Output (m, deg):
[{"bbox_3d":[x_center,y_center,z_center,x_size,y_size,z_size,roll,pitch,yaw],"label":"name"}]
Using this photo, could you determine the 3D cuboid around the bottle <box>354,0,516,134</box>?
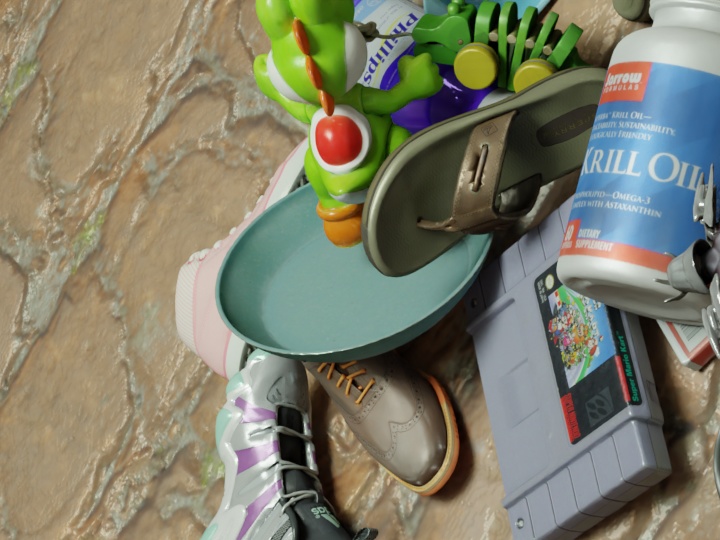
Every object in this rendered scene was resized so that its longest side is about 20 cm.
[{"bbox_3d":[0.047,-0.136,1.515,0.084,0.065,0.200,-55,42,1],"label":"bottle"}]

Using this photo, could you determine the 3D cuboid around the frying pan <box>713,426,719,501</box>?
[{"bbox_3d":[0.272,0.090,1.211,0.190,0.031,0.116,-30,54,38],"label":"frying pan"}]

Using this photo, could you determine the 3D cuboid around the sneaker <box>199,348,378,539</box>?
[{"bbox_3d":[-0.038,0.155,1.478,0.139,0.077,0.202,8,88,46],"label":"sneaker"}]

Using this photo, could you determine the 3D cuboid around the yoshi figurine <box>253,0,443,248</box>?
[{"bbox_3d":[-0.014,-0.121,1.417,0.112,0.201,0.112,-38,38,-21],"label":"yoshi figurine"}]

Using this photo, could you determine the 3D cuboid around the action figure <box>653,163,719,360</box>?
[{"bbox_3d":[0.258,-0.008,1.173,0.199,0.069,0.131,-10,71,16],"label":"action figure"}]

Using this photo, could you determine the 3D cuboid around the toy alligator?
[{"bbox_3d":[0.079,-0.157,1.430,0.199,0.059,0.055,17,122,12],"label":"toy alligator"}]

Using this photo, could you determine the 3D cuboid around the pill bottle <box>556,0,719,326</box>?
[{"bbox_3d":[0.192,-0.077,1.276,0.112,0.112,0.201,5,77,47],"label":"pill bottle"}]

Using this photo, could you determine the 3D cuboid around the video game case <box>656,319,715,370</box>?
[{"bbox_3d":[0.241,-0.055,1.313,0.200,0.017,0.143,-46,45,23],"label":"video game case"}]

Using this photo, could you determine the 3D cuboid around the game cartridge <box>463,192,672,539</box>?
[{"bbox_3d":[0.126,0.064,1.356,0.130,0.038,0.201,-45,44,42],"label":"game cartridge"}]

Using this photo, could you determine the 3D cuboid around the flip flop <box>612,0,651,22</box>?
[{"bbox_3d":[0.165,-0.207,1.350,0.057,0.200,0.082,10,91,8],"label":"flip flop"}]

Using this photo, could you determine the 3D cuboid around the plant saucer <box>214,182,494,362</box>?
[{"bbox_3d":[0.000,0.000,1.457,0.199,0.036,0.201,-14,37,11],"label":"plant saucer"}]

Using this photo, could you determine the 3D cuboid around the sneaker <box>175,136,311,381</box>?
[{"bbox_3d":[-0.077,-0.019,1.587,0.104,0.075,0.201,25,95,44],"label":"sneaker"}]

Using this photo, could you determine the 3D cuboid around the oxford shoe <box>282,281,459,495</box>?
[{"bbox_3d":[-0.001,0.078,1.465,0.071,0.073,0.200,-54,43,15],"label":"oxford shoe"}]

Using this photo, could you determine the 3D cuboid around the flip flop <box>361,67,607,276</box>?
[{"bbox_3d":[0.090,-0.062,1.371,0.199,0.081,0.058,-27,31,-5],"label":"flip flop"}]

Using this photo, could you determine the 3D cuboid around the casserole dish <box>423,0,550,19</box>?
[{"bbox_3d":[0.109,-0.250,1.460,0.200,0.121,0.039,-52,37,12],"label":"casserole dish"}]
